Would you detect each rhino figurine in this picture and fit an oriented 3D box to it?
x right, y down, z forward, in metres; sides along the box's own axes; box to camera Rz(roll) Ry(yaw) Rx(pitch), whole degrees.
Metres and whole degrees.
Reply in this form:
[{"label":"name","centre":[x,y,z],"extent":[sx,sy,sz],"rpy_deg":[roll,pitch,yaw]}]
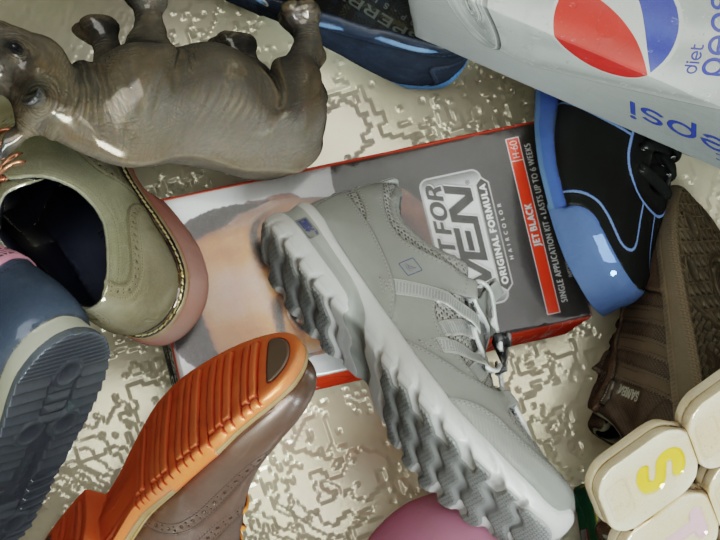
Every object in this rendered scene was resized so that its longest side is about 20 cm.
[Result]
[{"label":"rhino figurine","centre":[-0.100,-0.084,1.293],"extent":[0.199,0.060,0.088],"rpy_deg":[2,60,-31]}]

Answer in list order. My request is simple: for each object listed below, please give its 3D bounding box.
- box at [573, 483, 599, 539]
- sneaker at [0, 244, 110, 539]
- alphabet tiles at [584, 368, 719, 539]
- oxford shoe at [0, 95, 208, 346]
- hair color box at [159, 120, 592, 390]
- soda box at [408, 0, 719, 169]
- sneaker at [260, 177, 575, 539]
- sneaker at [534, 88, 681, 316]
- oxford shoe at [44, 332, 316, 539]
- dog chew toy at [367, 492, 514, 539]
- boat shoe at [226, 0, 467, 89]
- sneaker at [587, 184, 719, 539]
[{"label":"box","centre":[0.211,0.144,1.381],"extent":[0.199,0.048,0.118],"rpy_deg":[-7,83,-7]},{"label":"sneaker","centre":[-0.181,0.073,1.291],"extent":[0.070,0.200,0.082],"rpy_deg":[-7,49,-49]},{"label":"alphabet tiles","centre":[0.165,0.132,1.279],"extent":[0.195,0.015,0.200],"rpy_deg":[-34,130,-13]},{"label":"oxford shoe","centre":[-0.149,-0.048,1.311],"extent":[0.200,0.074,0.071],"rpy_deg":[44,106,27]},{"label":"hair color box","centre":[0.000,0.000,1.363],"extent":[0.199,0.061,0.102],"rpy_deg":[-13,83,-9]},{"label":"soda box","centre":[0.121,-0.109,1.301],"extent":[0.199,0.068,0.064],"rpy_deg":[25,72,15]},{"label":"sneaker","centre":[0.040,0.034,1.276],"extent":[0.082,0.075,0.200],"rpy_deg":[-31,69,-18]},{"label":"sneaker","centre":[0.129,-0.077,1.353],"extent":[0.078,0.070,0.201],"rpy_deg":[-17,59,22]},{"label":"oxford shoe","centre":[-0.075,0.106,1.301],"extent":[0.073,0.071,0.200],"rpy_deg":[34,121,-19]},{"label":"dog chew toy","centre":[0.008,0.184,1.311],"extent":[0.199,0.125,0.125],"rpy_deg":[-27,86,-4]},{"label":"boat shoe","centre":[-0.030,-0.160,1.378],"extent":[0.199,0.069,0.084],"rpy_deg":[23,79,-4]},{"label":"sneaker","centre":[0.137,0.044,1.352],"extent":[0.070,0.075,0.201],"rpy_deg":[46,32,-36]}]
